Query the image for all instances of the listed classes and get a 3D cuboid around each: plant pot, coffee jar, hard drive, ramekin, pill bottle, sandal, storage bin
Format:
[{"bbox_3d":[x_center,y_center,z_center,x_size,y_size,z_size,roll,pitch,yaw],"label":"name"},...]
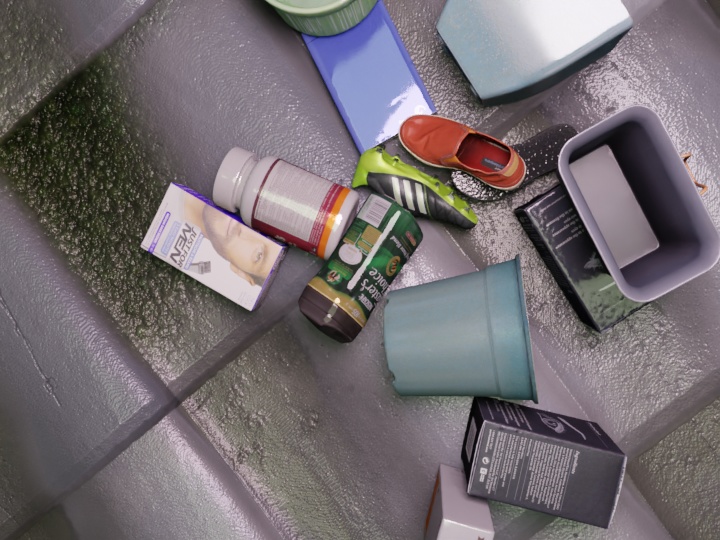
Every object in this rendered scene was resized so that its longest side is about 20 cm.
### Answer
[{"bbox_3d":[0.140,0.092,0.926,0.192,0.200,0.205,-8,92,14],"label":"plant pot"},{"bbox_3d":[0.212,-0.333,0.892,0.198,0.196,0.198,-33,90,15],"label":"plant pot"},{"bbox_3d":[0.000,0.000,0.924,0.085,0.104,0.202,31,82,30],"label":"coffee jar"},{"bbox_3d":[0.013,-0.295,0.990,0.130,0.025,0.203,-27,90,6],"label":"hard drive"},{"bbox_3d":[-0.057,-0.438,0.938,0.195,0.098,0.205,-1,83,11],"label":"ramekin"},{"bbox_3d":[-0.109,-0.100,0.971,0.197,0.110,0.112,23,95,4],"label":"pill bottle"},{"bbox_3d":[0.226,-0.153,0.970,0.196,0.048,0.077,-18,90,-3],"label":"sandal"},{"bbox_3d":[0.323,-0.083,0.797,0.144,0.134,0.203,-28,91,7],"label":"storage bin"}]

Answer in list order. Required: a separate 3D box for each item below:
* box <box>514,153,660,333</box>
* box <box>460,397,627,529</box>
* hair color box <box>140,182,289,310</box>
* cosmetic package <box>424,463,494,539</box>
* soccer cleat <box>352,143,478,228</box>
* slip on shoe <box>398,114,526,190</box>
[{"bbox_3d":[0.332,-0.040,0.925,0.146,0.104,0.202,-31,90,6],"label":"box"},{"bbox_3d":[0.250,0.263,0.936,0.196,0.148,0.107,13,95,5],"label":"box"},{"bbox_3d":[-0.220,-0.037,1.010,0.197,0.065,0.111,29,95,2],"label":"hair color box"},{"bbox_3d":[0.134,0.361,0.927,0.070,0.200,0.104,14,94,4],"label":"cosmetic package"},{"bbox_3d":[0.080,-0.108,0.981,0.198,0.068,0.082,31,115,3],"label":"soccer cleat"},{"bbox_3d":[0.137,-0.174,0.922,0.198,0.061,0.075,29,87,25],"label":"slip on shoe"}]
